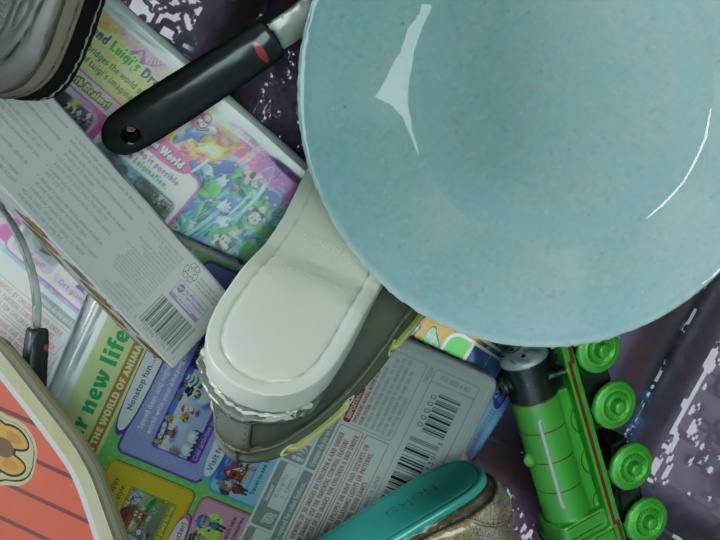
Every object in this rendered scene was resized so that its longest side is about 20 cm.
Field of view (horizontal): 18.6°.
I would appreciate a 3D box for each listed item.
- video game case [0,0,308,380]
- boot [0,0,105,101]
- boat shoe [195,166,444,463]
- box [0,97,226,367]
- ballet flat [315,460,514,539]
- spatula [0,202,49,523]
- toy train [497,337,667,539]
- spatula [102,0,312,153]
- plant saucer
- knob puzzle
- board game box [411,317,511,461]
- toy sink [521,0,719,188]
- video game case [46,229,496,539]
[{"bbox_3d":[-0.146,-0.033,0.957,0.200,0.024,0.182,41,90,-3],"label":"video game case"},{"bbox_3d":[-0.071,-0.141,0.839,0.150,0.073,0.201,26,67,-49],"label":"boot"},{"bbox_3d":[-0.003,-0.001,0.920,0.072,0.060,0.202,28,50,14],"label":"boat shoe"},{"bbox_3d":[-0.125,-0.042,0.853,0.041,0.039,0.200,-48,124,-10],"label":"box"},{"bbox_3d":[-0.021,0.151,0.935,0.199,0.068,0.068,-23,113,-6],"label":"ballet flat"},{"bbox_3d":[-0.140,0.009,0.912,0.020,0.057,0.201,-1,88,1],"label":"spatula"},{"bbox_3d":[0.107,0.108,1.003,0.056,0.042,0.201,-26,113,-18],"label":"toy train"},{"bbox_3d":[-0.025,-0.109,0.926,0.200,0.021,0.057,-34,121,1],"label":"spatula"},{"bbox_3d":[0.074,-0.071,0.865,0.200,0.039,0.202,1,92,18],"label":"plant saucer"},{"bbox_3d":[-0.170,0.123,0.903,0.219,0.030,0.221,5,99,33],"label":"knob puzzle"},{"bbox_3d":[0.014,0.018,1.001,0.135,0.034,0.200,33,89,-11],"label":"board game box"},{"bbox_3d":[0.147,-0.104,0.964,0.111,0.200,0.131,9,96,19],"label":"toy sink"},{"bbox_3d":[-0.062,0.100,0.959,0.181,0.022,0.201,24,96,-17],"label":"video game case"}]
